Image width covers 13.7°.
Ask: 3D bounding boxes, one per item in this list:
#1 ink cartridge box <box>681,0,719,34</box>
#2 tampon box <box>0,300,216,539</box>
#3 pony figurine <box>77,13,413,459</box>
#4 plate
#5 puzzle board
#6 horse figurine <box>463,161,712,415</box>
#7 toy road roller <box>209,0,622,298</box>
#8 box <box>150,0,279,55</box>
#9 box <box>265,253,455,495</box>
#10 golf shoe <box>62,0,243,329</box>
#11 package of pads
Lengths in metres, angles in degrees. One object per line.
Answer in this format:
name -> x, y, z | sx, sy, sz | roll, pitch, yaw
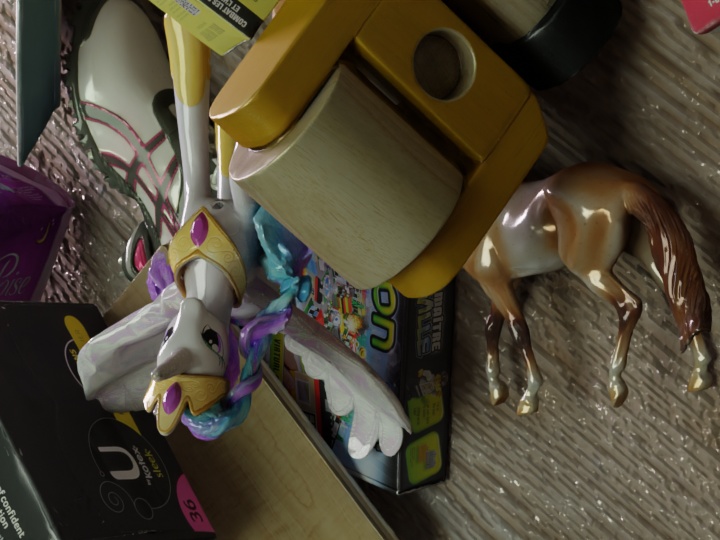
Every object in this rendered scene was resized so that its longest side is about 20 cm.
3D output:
ink cartridge box -> 0.168, -0.217, 1.205 | 0.145, 0.083, 0.201 | -32, 75, 49
tampon box -> -0.204, 0.131, 1.539 | 0.200, 0.126, 0.150 | -41, 67, 27
pony figurine -> -0.062, 0.003, 1.429 | 0.165, 0.193, 0.201 | 3, 71, 12
plate -> -0.173, -0.156, 1.625 | 0.200, 0.025, 0.202 | -179, 90, -85
puzzle board -> -0.074, 0.102, 1.561 | 0.200, 0.017, 0.151 | 53, 134, 10
horse figurine -> 0.092, -0.002, 1.380 | 0.199, 0.050, 0.133 | -6, 99, 49
toy road roller -> 0.010, -0.090, 1.356 | 0.123, 0.200, 0.146 | 42, 158, -19
box -> -0.017, -0.192, 1.354 | 0.050, 0.200, 0.075 | 38, 172, -8
box -> 0.000, 0.000, 1.506 | 0.110, 0.035, 0.201 | 20, 114, 46
golf shoe -> -0.093, -0.058, 1.591 | 0.088, 0.077, 0.201 | -17, 90, 33
package of pads -> -0.244, 0.034, 1.705 | 0.075, 0.120, 0.201 | 28, 105, 21
